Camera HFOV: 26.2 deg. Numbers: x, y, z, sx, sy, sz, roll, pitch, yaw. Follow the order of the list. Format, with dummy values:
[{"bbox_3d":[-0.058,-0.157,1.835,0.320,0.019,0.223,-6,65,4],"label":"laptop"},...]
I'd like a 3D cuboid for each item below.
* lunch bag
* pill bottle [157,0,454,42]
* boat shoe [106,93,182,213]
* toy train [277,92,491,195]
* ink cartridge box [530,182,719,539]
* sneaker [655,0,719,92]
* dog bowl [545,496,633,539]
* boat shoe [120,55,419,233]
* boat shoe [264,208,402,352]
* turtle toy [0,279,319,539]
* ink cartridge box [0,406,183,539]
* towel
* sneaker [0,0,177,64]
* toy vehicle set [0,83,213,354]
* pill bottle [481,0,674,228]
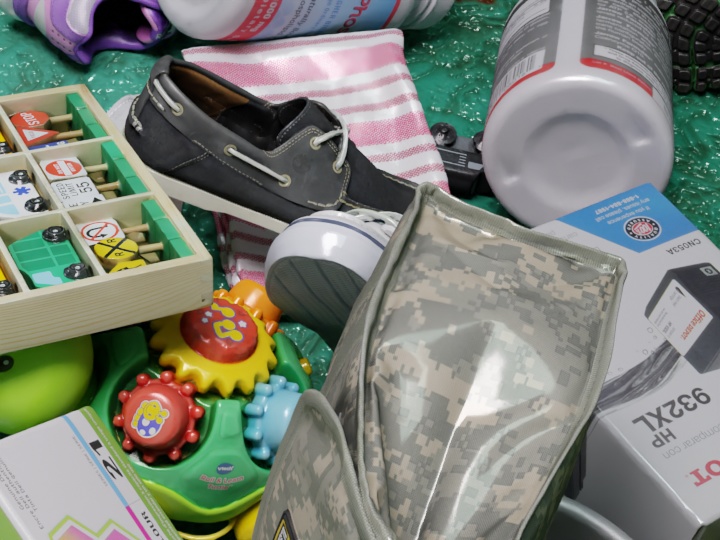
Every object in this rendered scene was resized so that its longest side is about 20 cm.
[{"bbox_3d":[0.021,0.096,0.632,0.117,0.164,0.200,20,45,2],"label":"lunch bag"},{"bbox_3d":[-0.030,-0.204,1.017,0.199,0.109,0.109,-5,44,-42],"label":"pill bottle"},{"bbox_3d":[-0.144,-0.055,0.871,0.069,0.072,0.200,44,26,-26],"label":"boat shoe"},{"bbox_3d":[-0.007,-0.080,0.979,0.199,0.034,0.046,11,55,0],"label":"toy train"},{"bbox_3d":[0.158,0.062,0.831,0.145,0.084,0.200,-20,53,-28],"label":"ink cartridge box"},{"bbox_3d":[0.257,-0.172,1.100,0.199,0.078,0.085,12,37,-12],"label":"sneaker"},{"bbox_3d":[0.064,0.183,0.712,0.199,0.059,0.201,5,46,-5],"label":"dog bowl"},{"bbox_3d":[-0.031,-0.058,0.846,0.199,0.068,0.072,19,28,-18],"label":"boat shoe"},{"bbox_3d":[0.000,0.000,0.782,0.073,0.200,0.067,12,73,11],"label":"boat shoe"},{"bbox_3d":[-0.103,0.059,0.754,0.199,0.101,0.146,3,44,-26],"label":"turtle toy"},{"bbox_3d":[-0.133,0.148,0.593,0.148,0.076,0.200,54,15,6],"label":"ink cartridge box"},{"bbox_3d":[-0.021,-0.067,0.931,0.146,0.030,0.201,-7,59,-13],"label":"towel"},{"bbox_3d":[-0.138,-0.194,1.040,0.200,0.081,0.089,-27,62,-26],"label":"sneaker"},{"bbox_3d":[-0.163,-0.030,0.745,0.124,0.027,0.200,-13,35,-22],"label":"toy vehicle set"},{"bbox_3d":[0.141,-0.119,0.978,0.113,0.114,0.200,13,36,2],"label":"pill bottle"}]
